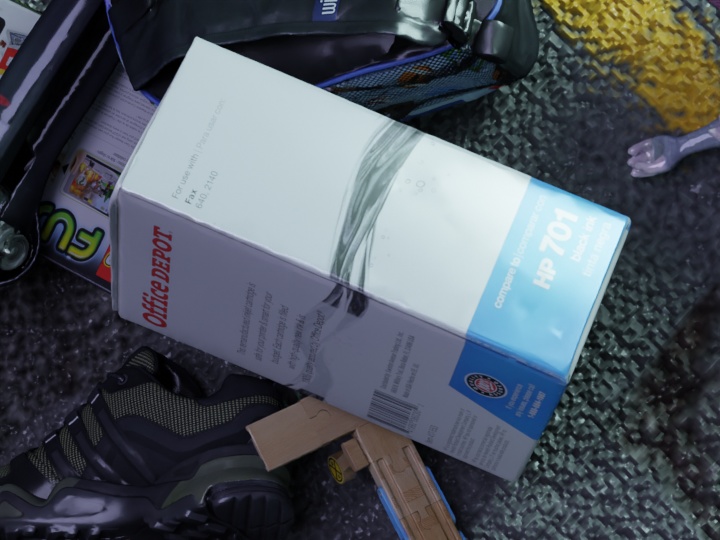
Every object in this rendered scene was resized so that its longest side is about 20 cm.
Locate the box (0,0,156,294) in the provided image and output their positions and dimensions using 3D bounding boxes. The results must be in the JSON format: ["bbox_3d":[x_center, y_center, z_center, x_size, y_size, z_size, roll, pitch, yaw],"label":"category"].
[{"bbox_3d":[-0.159,-0.069,1.210,0.199,0.035,0.110,27,93,24],"label":"box"}]

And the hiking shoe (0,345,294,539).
[{"bbox_3d":[-0.114,0.092,1.156,0.199,0.076,0.101,-8,57,26],"label":"hiking shoe"}]

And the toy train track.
[{"bbox_3d":[0.017,0.101,1.103,0.114,0.033,0.201,-23,79,-22],"label":"toy train track"}]

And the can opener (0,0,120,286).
[{"bbox_3d":[-0.163,-0.073,1.158,0.078,0.063,0.201,35,97,24],"label":"can opener"}]

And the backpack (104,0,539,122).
[{"bbox_3d":[-0.022,-0.146,1.100,0.190,0.154,0.201,-15,69,14],"label":"backpack"}]

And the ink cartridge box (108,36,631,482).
[{"bbox_3d":[0.000,0.000,1.030,0.199,0.147,0.086,24,68,4],"label":"ink cartridge box"}]

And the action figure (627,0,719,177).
[{"bbox_3d":[0.195,-0.092,1.034,0.148,0.134,0.201,-17,106,-12],"label":"action figure"}]
